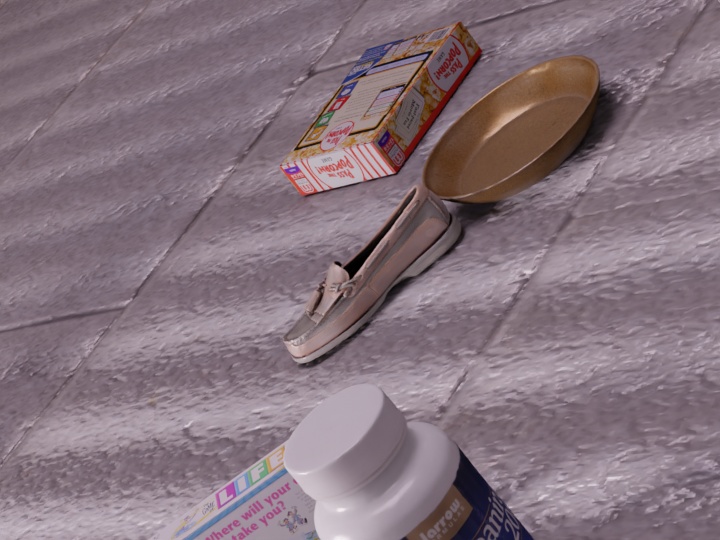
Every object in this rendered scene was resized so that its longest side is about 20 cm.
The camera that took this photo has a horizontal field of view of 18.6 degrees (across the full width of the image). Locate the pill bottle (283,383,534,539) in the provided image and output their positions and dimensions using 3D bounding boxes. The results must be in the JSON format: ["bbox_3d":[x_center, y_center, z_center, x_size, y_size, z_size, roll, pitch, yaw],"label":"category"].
[{"bbox_3d":[0.040,0.173,1.474,0.111,0.200,0.111,-32,24,16],"label":"pill bottle"}]

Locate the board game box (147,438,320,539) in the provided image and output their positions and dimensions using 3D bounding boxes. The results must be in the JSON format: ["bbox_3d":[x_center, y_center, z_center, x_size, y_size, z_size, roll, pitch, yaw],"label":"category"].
[{"bbox_3d":[-0.042,0.199,1.633,0.200,0.134,0.034,-35,23,7],"label":"board game box"}]

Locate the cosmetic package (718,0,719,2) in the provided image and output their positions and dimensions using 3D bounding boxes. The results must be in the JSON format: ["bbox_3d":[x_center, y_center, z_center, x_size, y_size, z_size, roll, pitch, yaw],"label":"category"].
[{"bbox_3d":[0.384,-0.223,1.740,0.167,0.166,0.200,-35,22,9],"label":"cosmetic package"}]

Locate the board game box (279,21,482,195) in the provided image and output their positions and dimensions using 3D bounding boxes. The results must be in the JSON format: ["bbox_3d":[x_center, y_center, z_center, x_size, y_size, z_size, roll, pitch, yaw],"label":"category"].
[{"bbox_3d":[0.021,-0.173,2.335,0.151,0.046,0.200,-10,36,48],"label":"board game box"}]

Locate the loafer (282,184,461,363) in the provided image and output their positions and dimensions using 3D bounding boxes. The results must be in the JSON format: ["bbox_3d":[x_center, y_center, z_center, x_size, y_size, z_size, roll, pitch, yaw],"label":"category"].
[{"bbox_3d":[0.000,0.000,2.027,0.200,0.063,0.072,-40,24,-4],"label":"loafer"}]

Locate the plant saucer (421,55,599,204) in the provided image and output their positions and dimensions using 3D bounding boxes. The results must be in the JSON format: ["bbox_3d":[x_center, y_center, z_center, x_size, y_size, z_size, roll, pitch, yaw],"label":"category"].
[{"bbox_3d":[0.149,-0.124,2.071,0.200,0.035,0.200,-32,24,16],"label":"plant saucer"}]
